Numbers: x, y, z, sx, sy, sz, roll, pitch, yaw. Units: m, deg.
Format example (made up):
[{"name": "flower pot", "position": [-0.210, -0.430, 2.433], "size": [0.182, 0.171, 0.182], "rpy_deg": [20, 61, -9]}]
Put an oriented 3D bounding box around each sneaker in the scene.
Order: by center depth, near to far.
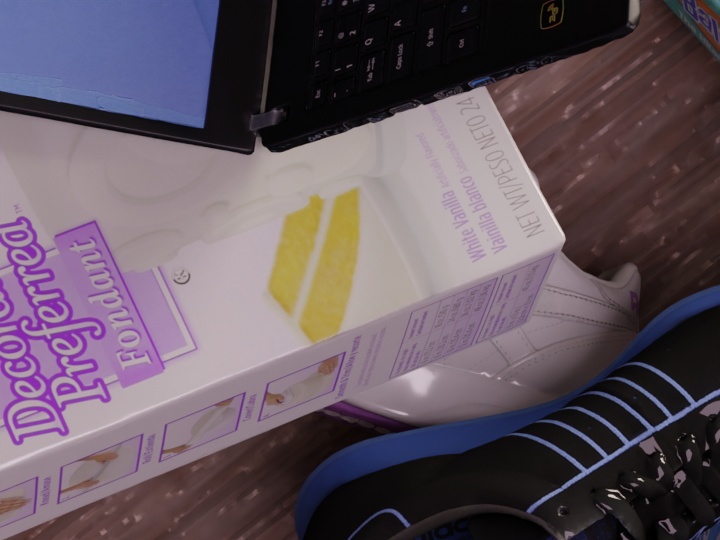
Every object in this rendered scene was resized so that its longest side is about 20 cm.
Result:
[{"name": "sneaker", "position": [0.077, 0.065, 0.858], "size": [0.199, 0.078, 0.070], "rpy_deg": [-23, 118, 5]}, {"name": "sneaker", "position": [0.000, 0.000, 0.918], "size": [0.199, 0.075, 0.100], "rpy_deg": [24, 72, -20]}]

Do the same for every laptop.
[{"name": "laptop", "position": [-0.028, -0.134, 0.793], "size": [0.103, 0.199, 0.178], "rpy_deg": [29, 57, -42]}]

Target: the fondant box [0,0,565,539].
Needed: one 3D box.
[{"name": "fondant box", "position": [-0.063, -0.022, 0.829], "size": [0.199, 0.058, 0.145], "rpy_deg": [-22, 71, -16]}]

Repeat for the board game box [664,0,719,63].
[{"name": "board game box", "position": [0.198, -0.119, 0.915], "size": [0.200, 0.045, 0.152], "rpy_deg": [-37, 70, -8]}]

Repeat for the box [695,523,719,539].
[{"name": "box", "position": [0.151, 0.101, 0.961], "size": [0.094, 0.103, 0.201], "rpy_deg": [21, 95, -21]}]
